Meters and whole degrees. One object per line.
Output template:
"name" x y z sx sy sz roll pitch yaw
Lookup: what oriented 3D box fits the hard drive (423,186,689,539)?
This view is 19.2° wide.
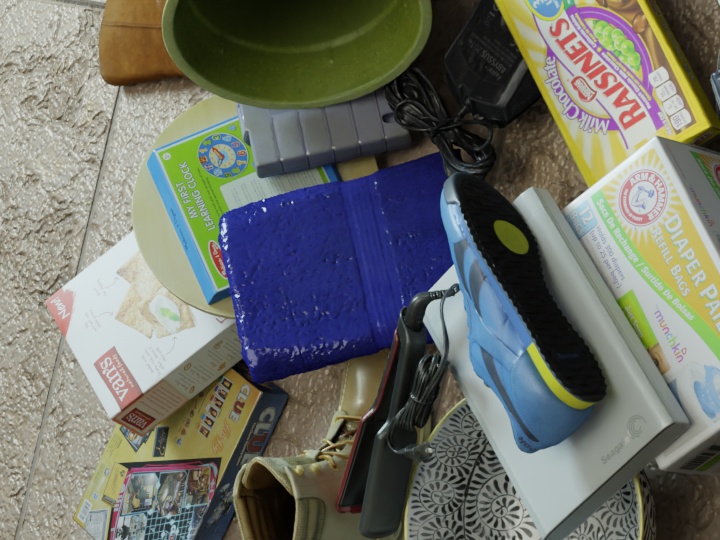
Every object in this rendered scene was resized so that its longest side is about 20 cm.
"hard drive" 0.125 0.062 1.428 0.132 0.026 0.200 -47 55 30

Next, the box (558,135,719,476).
"box" 0.227 0.024 1.426 0.112 0.101 0.200 -40 59 30

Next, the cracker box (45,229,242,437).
"cracker box" -0.144 0.021 1.731 0.200 0.058 0.134 -39 59 7

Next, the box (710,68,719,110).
"box" 0.347 -0.111 1.318 0.200 0.148 0.104 -31 63 31

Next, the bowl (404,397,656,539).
"bowl" 0.137 0.178 1.481 0.201 0.094 0.201 -8 77 40

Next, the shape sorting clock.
"shape sorting clock" -0.082 -0.054 1.678 0.200 0.039 0.200 -1 67 3

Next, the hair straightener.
"hair straightener" 0.039 0.102 1.478 0.077 0.041 0.200 43 120 48

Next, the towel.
"towel" 0.000 0.000 1.603 0.200 0.050 0.148 -14 66 3

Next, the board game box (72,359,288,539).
"board game box" -0.152 0.157 1.769 0.135 0.035 0.200 36 106 38

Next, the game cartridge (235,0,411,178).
"game cartridge" -0.042 -0.177 1.687 0.130 0.038 0.200 -13 69 3

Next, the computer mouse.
"computer mouse" 0.113 -0.167 1.585 0.200 0.053 0.139 -54 48 19

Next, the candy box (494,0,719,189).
"candy box" 0.166 -0.157 1.494 0.102 0.026 0.200 -35 69 27

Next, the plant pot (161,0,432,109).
"plant pot" -0.052 -0.257 1.617 0.200 0.200 0.190 -30 48 33

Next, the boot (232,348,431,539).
"boot" -0.023 0.136 1.583 0.073 0.155 0.200 -3 81 40

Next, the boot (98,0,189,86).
"boot" -0.143 -0.249 1.828 0.200 0.068 0.188 9 96 48

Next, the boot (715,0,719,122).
"boot" 0.263 -0.178 1.436 0.073 0.090 0.200 8 88 41

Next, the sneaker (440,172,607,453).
"sneaker" 0.088 0.028 1.404 0.078 0.066 0.200 -46 56 35
